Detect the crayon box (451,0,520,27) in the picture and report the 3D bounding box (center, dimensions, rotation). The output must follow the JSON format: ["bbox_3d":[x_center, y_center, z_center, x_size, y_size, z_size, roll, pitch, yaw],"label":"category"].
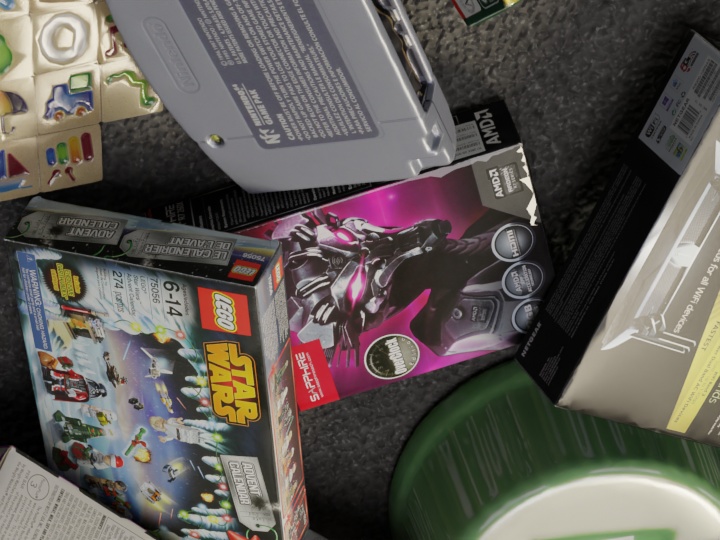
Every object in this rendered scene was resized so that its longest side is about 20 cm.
[{"bbox_3d":[0.068,-0.236,0.967,0.172,0.058,0.201,-34,96,-16],"label":"crayon box"}]

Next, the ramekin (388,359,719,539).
[{"bbox_3d":[0.121,0.152,1.283,0.199,0.098,0.201,-5,123,-8],"label":"ramekin"}]

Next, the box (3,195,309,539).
[{"bbox_3d":[-0.101,0.061,1.172,0.136,0.040,0.201,10,131,16],"label":"box"}]

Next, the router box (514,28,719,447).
[{"bbox_3d":[0.194,-0.009,1.190,0.157,0.052,0.201,16,111,-33],"label":"router box"}]

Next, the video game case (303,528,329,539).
[{"bbox_3d":[0.032,0.252,1.286,0.181,0.023,0.201,27,139,19],"label":"video game case"}]

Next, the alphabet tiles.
[{"bbox_3d":[-0.174,-0.121,1.083,0.165,0.006,0.201,-13,125,-21],"label":"alphabet tiles"}]

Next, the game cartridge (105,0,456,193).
[{"bbox_3d":[-0.047,-0.117,1.078,0.132,0.041,0.200,-7,136,21],"label":"game cartridge"}]

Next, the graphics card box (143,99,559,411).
[{"bbox_3d":[0.000,0.000,1.193,0.199,0.051,0.126,-17,124,0],"label":"graphics card box"}]

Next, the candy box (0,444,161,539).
[{"bbox_3d":[-0.155,0.170,1.225,0.200,0.061,0.136,38,152,-28],"label":"candy box"}]
